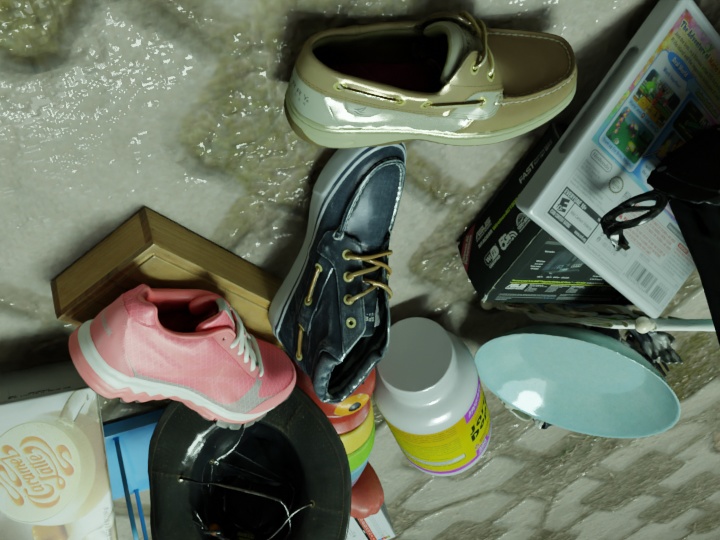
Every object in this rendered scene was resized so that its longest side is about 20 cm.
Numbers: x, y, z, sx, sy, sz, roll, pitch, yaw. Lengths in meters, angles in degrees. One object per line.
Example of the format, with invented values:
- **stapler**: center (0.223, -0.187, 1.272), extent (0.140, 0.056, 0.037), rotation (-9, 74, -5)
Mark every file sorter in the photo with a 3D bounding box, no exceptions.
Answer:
- **file sorter**: center (-0.254, 0.238, 0.900), extent (0.196, 0.124, 0.140), rotation (-15, 148, -13)

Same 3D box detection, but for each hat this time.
- **hat**: center (-0.088, 0.182, 0.831), extent (0.198, 0.203, 0.081), rotation (-29, 176, 12)

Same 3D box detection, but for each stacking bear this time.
- **stacking bear**: center (-0.033, 0.137, 0.902), extent (0.119, 0.114, 0.202), rotation (-11, 136, -22)

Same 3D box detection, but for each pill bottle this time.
- **pill bottle**: center (0.069, 0.123, 0.944), extent (0.103, 0.106, 0.201), rotation (-22, 149, 1)

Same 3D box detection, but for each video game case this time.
- **video game case**: center (0.227, -0.077, 0.727), extent (0.199, 0.024, 0.183), rotation (31, 97, -39)

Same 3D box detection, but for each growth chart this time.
- **growth chart**: center (0.229, 0.041, 0.893), extent (0.143, 0.018, 0.198), rotation (0, -176, -40)

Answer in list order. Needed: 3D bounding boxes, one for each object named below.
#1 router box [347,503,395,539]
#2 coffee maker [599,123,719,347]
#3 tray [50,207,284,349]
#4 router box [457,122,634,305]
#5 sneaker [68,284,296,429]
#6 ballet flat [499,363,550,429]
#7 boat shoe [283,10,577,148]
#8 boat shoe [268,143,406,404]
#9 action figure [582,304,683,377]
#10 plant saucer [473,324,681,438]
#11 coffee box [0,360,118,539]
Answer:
- **router box**: center (-0.058, 0.317, 1.208), extent (0.176, 0.049, 0.201), rotation (-21, 148, -1)
- **coffee maker**: center (0.292, 0.002, 0.698), extent (0.189, 0.135, 0.202), rotation (-21, 111, 16)
- **tray**: center (-0.129, 0.028, 0.749), extent (0.098, 0.037, 0.199), rotation (-34, 145, 18)
- **router box**: center (0.201, -0.041, 0.822), extent (0.197, 0.063, 0.150), rotation (2, 141, -34)
- **sneaker**: center (-0.108, 0.059, 0.706), extent (0.198, 0.075, 0.087), rotation (16, 129, -47)
- **ballet flat**: center (0.190, 0.135, 1.074), extent (0.072, 0.074, 0.200), rotation (-28, 150, 11)
- **boat shoe**: center (0.052, -0.122, 0.599), extent (0.196, 0.075, 0.067), rotation (-12, 153, -16)
- **boat shoe**: center (0.000, 0.000, 0.706), extent (0.070, 0.091, 0.202), rotation (-4, 132, -38)
- **action figure**: center (0.282, 0.102, 1.031), extent (0.120, 0.102, 0.199), rotation (-55, 147, 10)
- **plant saucer**: center (0.208, 0.098, 0.923), extent (0.197, 0.039, 0.202), rotation (18, 153, 9)
- **coffee box**: center (-0.252, 0.184, 0.759), extent (0.112, 0.080, 0.204), rotation (-8, 104, -19)
